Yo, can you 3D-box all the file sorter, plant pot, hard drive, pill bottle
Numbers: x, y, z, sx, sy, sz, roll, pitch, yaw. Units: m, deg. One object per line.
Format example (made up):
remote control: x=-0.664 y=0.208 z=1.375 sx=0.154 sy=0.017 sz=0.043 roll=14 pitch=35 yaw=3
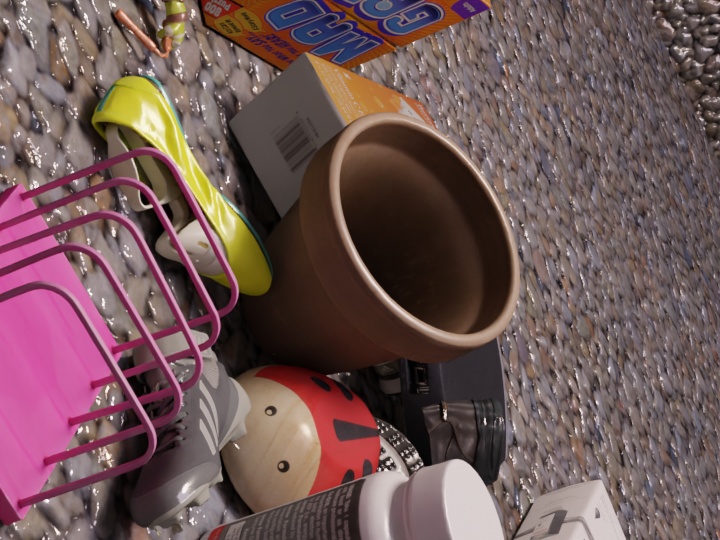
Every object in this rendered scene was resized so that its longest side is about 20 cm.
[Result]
file sorter: x=-0.171 y=0.030 z=1.176 sx=0.140 sy=0.124 sz=0.200 roll=62 pitch=23 yaw=-20
plant pot: x=0.000 y=0.000 z=1.509 sx=0.199 sy=0.174 sz=0.202 roll=23 pitch=52 yaw=-33
hard drive: x=0.087 y=0.119 z=1.711 sx=0.135 sy=0.042 sz=0.202 roll=-46 pitch=135 yaw=-48
pill bottle: x=-0.007 y=0.207 z=1.315 sx=0.114 sy=0.198 sz=0.115 roll=49 pitch=30 yaw=-41

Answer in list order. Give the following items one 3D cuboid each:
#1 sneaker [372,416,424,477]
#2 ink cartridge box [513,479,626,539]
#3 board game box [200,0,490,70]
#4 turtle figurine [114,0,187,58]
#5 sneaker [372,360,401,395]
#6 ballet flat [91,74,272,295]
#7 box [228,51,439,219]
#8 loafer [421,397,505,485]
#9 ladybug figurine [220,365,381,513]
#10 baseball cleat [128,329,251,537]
sneaker: x=0.031 y=0.220 z=1.599 sx=0.073 sy=0.080 sz=0.201 roll=-23 pitch=79 yaw=-25
ink cartridge box: x=0.216 y=0.319 z=1.914 sx=0.147 sy=0.084 sz=0.200 roll=67 pitch=23 yaw=-8
board game box: x=-0.028 y=-0.318 z=1.719 sx=0.200 sy=0.198 sz=0.202 roll=22 pitch=51 yaw=-62
turtle figurine: x=-0.161 y=-0.277 z=1.548 sx=0.202 sy=0.064 sz=0.161 roll=69 pitch=22 yaw=-3
sneaker: x=0.034 y=0.009 z=1.754 sx=0.116 sy=0.075 sz=0.201 roll=59 pitch=26 yaw=-29
ballet flat: x=-0.139 y=-0.050 z=1.425 sx=0.067 sy=0.066 sz=0.201 roll=-48 pitch=115 yaw=-42
box: x=-0.002 y=-0.093 z=1.660 sx=0.199 sy=0.097 sz=0.125 roll=15 pitch=40 yaw=-58
loafer: x=0.075 y=0.204 z=1.650 sx=0.073 sy=0.071 sz=0.202 roll=-110 pitch=-154 yaw=-75
ladybug figurine: x=-0.039 y=0.134 z=1.474 sx=0.200 sy=0.071 sz=0.137 roll=5 pitch=67 yaw=-67
baseball cleat: x=-0.133 y=0.104 z=1.303 sx=0.107 sy=0.069 sz=0.200 roll=59 pitch=14 yaw=-10
